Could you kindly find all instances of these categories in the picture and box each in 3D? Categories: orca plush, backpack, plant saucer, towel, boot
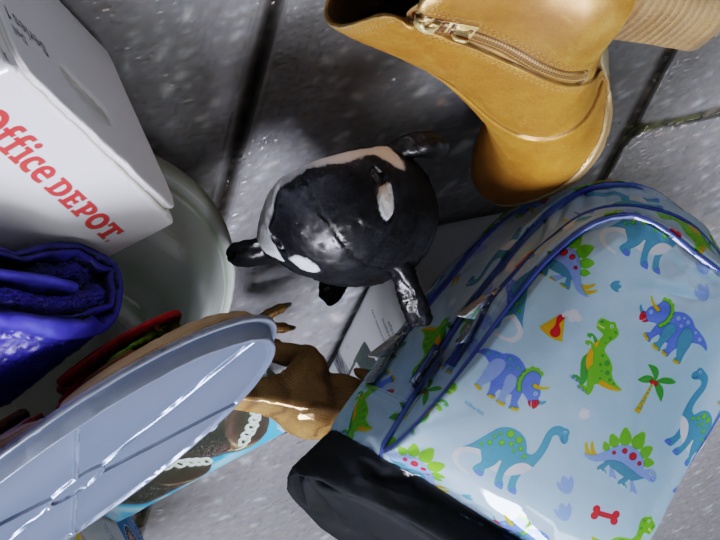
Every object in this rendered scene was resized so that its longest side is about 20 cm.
[{"bbox_3d":[0.000,0.000,0.898,0.104,0.072,0.200,-26,173,-11],"label":"orca plush"},{"bbox_3d":[0.089,0.056,0.936,0.201,0.163,0.154,-56,-172,-25],"label":"backpack"},{"bbox_3d":[-0.144,0.031,0.878,0.198,0.050,0.201,-13,140,-12],"label":"plant saucer"},{"bbox_3d":[-0.192,0.053,0.736,0.199,0.050,0.147,-36,153,27],"label":"towel"},{"bbox_3d":[0.047,-0.093,0.856,0.143,0.071,0.201,8,154,-24],"label":"boot"}]

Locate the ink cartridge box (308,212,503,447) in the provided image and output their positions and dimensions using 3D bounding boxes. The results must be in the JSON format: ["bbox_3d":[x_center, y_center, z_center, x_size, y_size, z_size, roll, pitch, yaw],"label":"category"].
[{"bbox_3d":[0.067,0.055,1.114,0.145,0.085,0.201,-12,152,-24],"label":"ink cartridge box"}]

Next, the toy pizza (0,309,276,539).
[{"bbox_3d":[-0.119,0.072,0.803,0.199,0.032,0.200,-35,170,-7],"label":"toy pizza"}]

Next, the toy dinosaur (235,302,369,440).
[{"bbox_3d":[-0.032,0.059,0.982,0.198,0.106,0.061,8,104,-27],"label":"toy dinosaur"}]

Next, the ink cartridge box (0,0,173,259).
[{"bbox_3d":[-0.187,-0.031,0.733,0.199,0.085,0.145,-27,155,7],"label":"ink cartridge box"}]

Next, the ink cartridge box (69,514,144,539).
[{"bbox_3d":[-0.175,0.220,1.071,0.144,0.148,0.200,-28,178,6],"label":"ink cartridge box"}]

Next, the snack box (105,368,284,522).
[{"bbox_3d":[-0.117,0.062,1.027,0.115,0.037,0.200,-29,154,6],"label":"snack box"}]
